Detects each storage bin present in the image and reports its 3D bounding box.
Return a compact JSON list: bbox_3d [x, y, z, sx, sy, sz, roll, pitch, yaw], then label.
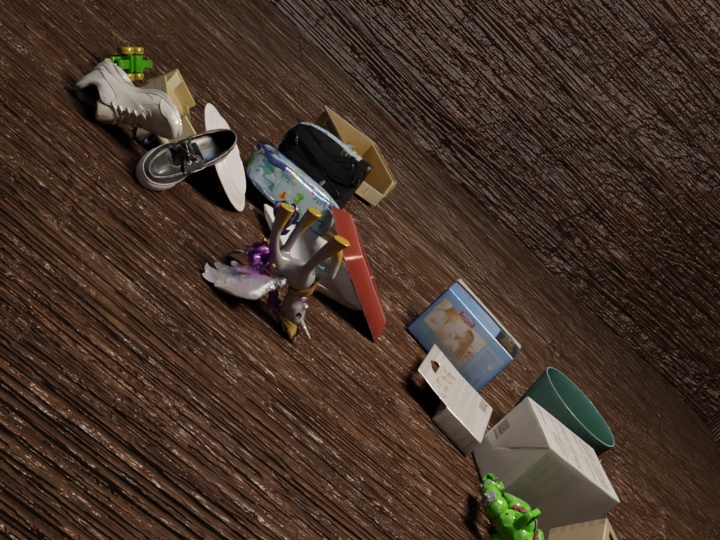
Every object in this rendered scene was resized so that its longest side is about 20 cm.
[{"bbox_3d":[-0.027,-0.287,2.488,0.199,0.094,0.200,32,22,-39],"label":"storage bin"}]

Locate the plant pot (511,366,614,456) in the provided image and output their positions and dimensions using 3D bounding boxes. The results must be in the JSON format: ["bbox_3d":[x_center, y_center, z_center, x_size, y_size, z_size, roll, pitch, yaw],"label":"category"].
[{"bbox_3d":[0.391,0.328,1.989,0.200,0.161,0.201,41,17,-15],"label":"plant pot"}]

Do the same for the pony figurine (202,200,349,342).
[{"bbox_3d":[-0.126,-0.006,1.525,0.191,0.202,0.167,31,24,4],"label":"pony figurine"}]

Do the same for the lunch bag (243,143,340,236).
[{"bbox_3d":[-0.138,-0.163,1.935,0.199,0.083,0.161,38,4,-22],"label":"lunch bag"}]

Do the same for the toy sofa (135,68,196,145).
[{"bbox_3d":[-0.345,-0.268,1.744,0.201,0.096,0.083,-112,177,-50],"label":"toy sofa"}]

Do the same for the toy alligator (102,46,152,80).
[{"bbox_3d":[-0.443,-0.378,1.784,0.053,0.060,0.200,5,14,12],"label":"toy alligator"}]

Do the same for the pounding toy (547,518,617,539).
[{"bbox_3d":[0.367,0.513,1.462,0.186,0.141,0.200,62,29,-15],"label":"pounding toy"}]

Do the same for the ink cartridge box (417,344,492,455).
[{"bbox_3d":[0.170,0.242,1.855,0.177,0.045,0.200,48,17,2],"label":"ink cartridge box"}]

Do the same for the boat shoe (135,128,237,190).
[{"bbox_3d":[-0.278,-0.189,1.600,0.199,0.066,0.071,-26,89,-46],"label":"boat shoe"}]

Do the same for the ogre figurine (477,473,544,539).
[{"bbox_3d":[0.253,0.416,1.574,0.120,0.097,0.203,28,41,-65],"label":"ogre figurine"}]

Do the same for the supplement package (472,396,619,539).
[{"bbox_3d":[0.333,0.370,1.772,0.199,0.152,0.151,38,18,-25],"label":"supplement package"}]

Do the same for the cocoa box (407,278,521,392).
[{"bbox_3d":[0.219,0.140,2.045,0.200,0.133,0.131,48,18,5],"label":"cocoa box"}]

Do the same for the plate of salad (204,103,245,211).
[{"bbox_3d":[-0.255,-0.203,1.776,0.200,0.047,0.203,-15,90,-84],"label":"plate of salad"}]

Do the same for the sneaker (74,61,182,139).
[{"bbox_3d":[-0.384,-0.261,1.598,0.198,0.079,0.099,29,44,15],"label":"sneaker"}]

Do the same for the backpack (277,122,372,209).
[{"bbox_3d":[-0.092,-0.229,2.134,0.199,0.164,0.154,38,9,-3],"label":"backpack"}]

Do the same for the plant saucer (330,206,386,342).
[{"bbox_3d":[0.000,0.000,1.853,0.201,0.036,0.202,-105,176,-57],"label":"plant saucer"}]

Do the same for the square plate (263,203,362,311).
[{"bbox_3d":[-0.094,-0.018,1.839,0.197,0.028,0.201,32,23,-41],"label":"square plate"}]
